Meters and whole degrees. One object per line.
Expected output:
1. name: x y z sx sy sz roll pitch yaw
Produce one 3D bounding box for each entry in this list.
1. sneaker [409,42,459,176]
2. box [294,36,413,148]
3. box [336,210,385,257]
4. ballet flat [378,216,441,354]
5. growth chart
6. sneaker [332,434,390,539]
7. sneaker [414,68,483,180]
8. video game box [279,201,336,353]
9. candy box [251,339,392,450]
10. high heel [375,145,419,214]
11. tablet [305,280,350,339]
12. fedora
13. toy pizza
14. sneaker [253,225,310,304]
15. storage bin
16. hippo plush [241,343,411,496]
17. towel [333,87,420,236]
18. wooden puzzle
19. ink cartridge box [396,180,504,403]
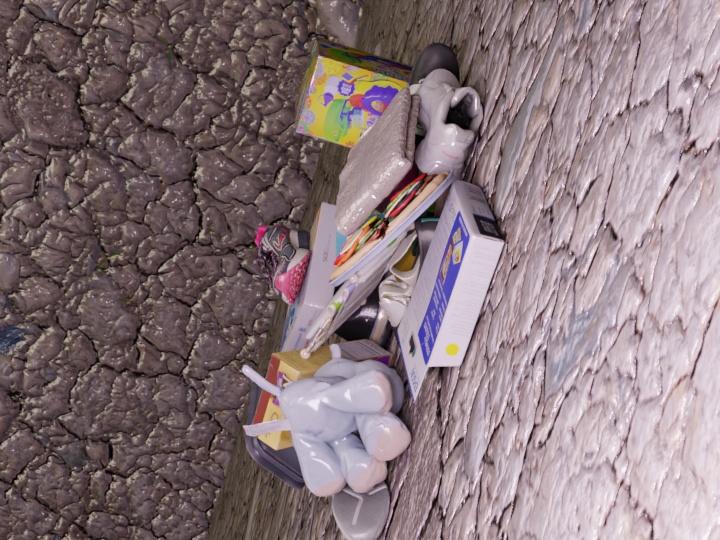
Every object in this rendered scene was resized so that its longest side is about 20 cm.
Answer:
1. sneaker: 0.093 -0.210 1.776 0.089 0.074 0.201 -99 22 -80
2. box: 0.011 -0.257 1.985 0.193 0.199 0.122 -101 28 -71
3. box: 0.017 -0.066 1.878 0.200 0.082 0.049 -73 -16 -69
4. ballet flat: 0.062 0.014 1.601 0.068 0.068 0.200 -94 20 -59
5. growth chart: -0.007 0.030 1.623 0.145 0.018 0.200 -41 -11 -38
6. sneaker: 0.000 0.283 1.601 0.200 0.070 0.080 -106 6 -65
7. sneaker: 0.120 -0.201 1.641 0.099 0.078 0.200 -56 24 38
8. video game box: -0.072 0.032 1.915 0.182 0.047 0.200 117 166 -47
9. candy box: -0.050 0.162 1.734 0.200 0.056 0.117 -4 -63 -51
10. high heel: 0.055 -0.119 1.731 0.096 0.067 0.200 -48 2 5
11. tablet: 0.000 0.000 1.698 0.200 0.014 0.130 -50 1 17
12. fedora: -0.001 0.040 1.900 0.201 0.091 0.201 -165 90 -83
13. toy pizza: 0.030 -0.057 1.517 0.200 0.032 0.200 -42 4 3
14. sneaker: -0.117 -0.010 1.877 0.200 0.074 0.081 -105 31 -72
15. storage bin: -0.077 0.221 2.025 0.134 0.145 0.200 -40 23 24
16. hippo plush: -0.025 0.181 1.596 0.161 0.199 0.160 -35 -55 -74
17. towel: 0.021 -0.139 1.616 0.133 0.034 0.200 -48 18 29
18. wooden puzzle: 0.078 -0.056 1.735 0.200 0.037 0.185 116 166 -54
19. ink cartridge box: 0.098 0.022 1.441 0.198 0.047 0.201 -100 25 -69
